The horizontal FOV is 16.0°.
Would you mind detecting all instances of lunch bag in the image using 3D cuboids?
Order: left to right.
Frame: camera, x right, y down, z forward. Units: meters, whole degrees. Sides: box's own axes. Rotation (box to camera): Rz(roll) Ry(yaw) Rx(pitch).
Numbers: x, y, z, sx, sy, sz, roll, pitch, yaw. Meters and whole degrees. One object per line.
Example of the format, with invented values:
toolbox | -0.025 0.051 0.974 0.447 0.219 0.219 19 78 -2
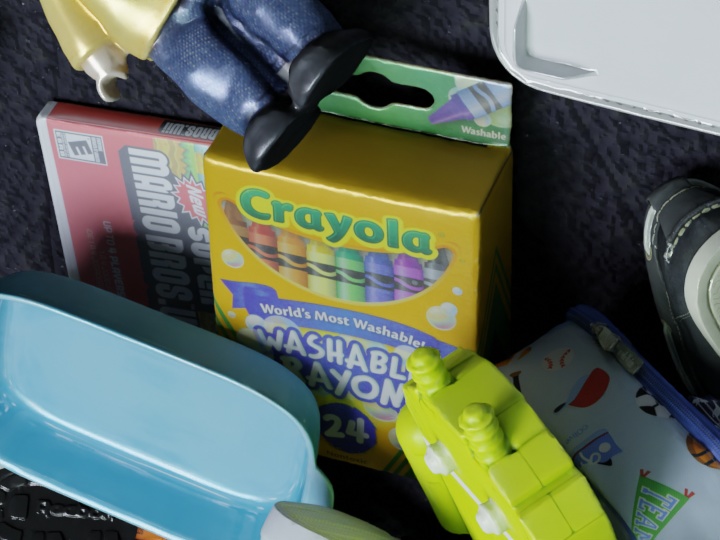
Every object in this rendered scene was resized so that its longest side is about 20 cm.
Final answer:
lunch bag | 0.131 0.110 1.107 0.160 0.075 0.200 48 170 49

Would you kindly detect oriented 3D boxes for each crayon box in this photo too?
crayon box | 0.000 0.000 1.119 0.125 0.052 0.200 12 132 16

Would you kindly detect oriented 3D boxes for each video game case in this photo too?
video game case | -0.048 -0.005 1.188 0.199 0.017 0.143 9 132 19

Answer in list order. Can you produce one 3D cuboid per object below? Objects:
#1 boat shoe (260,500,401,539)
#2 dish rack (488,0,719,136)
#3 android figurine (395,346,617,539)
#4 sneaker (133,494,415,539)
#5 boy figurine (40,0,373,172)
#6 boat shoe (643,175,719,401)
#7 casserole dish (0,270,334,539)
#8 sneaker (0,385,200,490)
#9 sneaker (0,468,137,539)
boat shoe | 0.019 0.163 1.138 0.200 0.071 0.072 32 180 -44
dish rack | 0.131 -0.120 0.948 0.199 0.044 0.172 15 126 24
android figurine | 0.071 0.111 1.053 0.182 0.041 0.200 48 169 50
sneaker | -0.013 0.138 1.232 0.199 0.090 0.070 -4 178 -16
boy figurine | -0.087 -0.135 1.044 0.200 0.064 0.124 42 109 5
boat shoe | 0.173 0.042 1.100 0.068 0.072 0.200 38 161 50
casserole dish | -0.099 0.063 1.162 0.199 0.039 0.121 22 136 9
sneaker | -0.142 0.063 1.260 0.199 0.089 0.077 2 98 16
sneaker | -0.094 0.137 1.317 0.199 0.076 0.088 10 163 8
